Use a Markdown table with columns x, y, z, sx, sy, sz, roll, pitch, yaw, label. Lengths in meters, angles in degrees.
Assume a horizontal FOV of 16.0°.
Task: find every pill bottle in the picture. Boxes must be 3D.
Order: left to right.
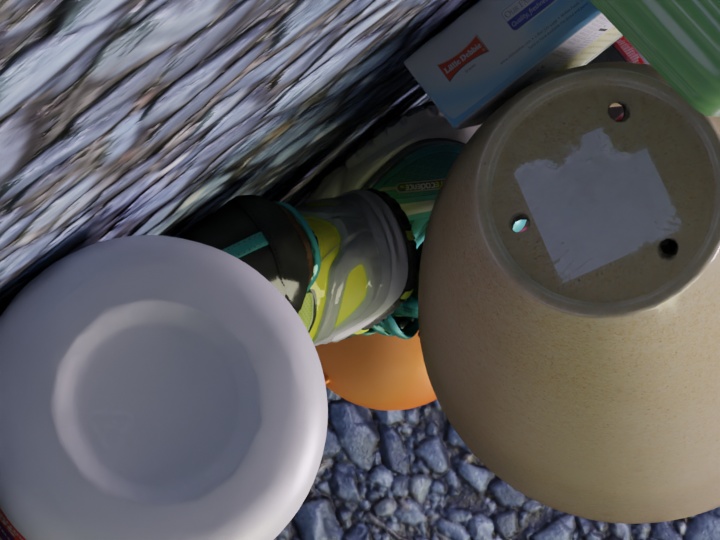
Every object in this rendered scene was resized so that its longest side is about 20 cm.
| x | y | z | sx | sy | sz | roll | pitch | yaw | label |
| --- | --- | --- | --- | --- | --- | --- | --- | --- | --- |
| -0.080 | 0.061 | 0.881 | 0.112 | 0.113 | 0.200 | -38 | 177 | -16 | pill bottle |

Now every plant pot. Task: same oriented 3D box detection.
| x | y | z | sx | sy | sz | roll | pitch | yaw | label |
| --- | --- | --- | --- | --- | --- | --- | --- | --- | --- |
| 0.102 | -0.005 | 1.002 | 0.187 | 0.187 | 0.200 | -39 | 165 | 0 | plant pot |

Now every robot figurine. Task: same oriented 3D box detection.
| x | y | z | sx | sy | sz | roll | pitch | yaw | label |
| --- | --- | --- | --- | --- | --- | --- | --- | --- | --- |
| 0.036 | 0.000 | 1.379 | 0.144 | 0.117 | 0.200 | -10 | -161 | 41 | robot figurine |

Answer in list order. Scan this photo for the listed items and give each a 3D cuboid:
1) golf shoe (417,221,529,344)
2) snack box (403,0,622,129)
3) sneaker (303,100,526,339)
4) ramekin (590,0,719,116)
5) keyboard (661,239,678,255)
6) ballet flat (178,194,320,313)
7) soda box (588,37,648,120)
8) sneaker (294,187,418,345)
| x | y | z | sx | sy | sz | roll | pitch | yaw | label |
| --- | --- | --- | --- | --- | --- | --- | --- | --- | --- |
| 0.068 | -0.001 | 1.250 | 0.077 | 0.088 | 0.200 | -36 | -140 | 27 | golf shoe |
| 0.089 | -0.110 | 1.072 | 0.116 | 0.037 | 0.200 | -38 | 177 | 11 | snack box |
| 0.000 | 0.000 | 1.186 | 0.077 | 0.080 | 0.200 | -15 | 159 | -47 | sneaker |
| 0.142 | -0.135 | 0.748 | 0.200 | 0.098 | 0.200 | -39 | 177 | -3 | ramekin |
| 0.156 | -0.044 | 1.246 | 0.127 | 0.021 | 0.200 | -19 | -158 | 22 | keyboard |
| -0.084 | 0.037 | 1.029 | 0.068 | 0.068 | 0.200 | -24 | 158 | -38 | ballet flat |
| 0.125 | -0.106 | 1.322 | 0.070 | 0.063 | 0.200 | -38 | 177 | 20 | soda box |
| -0.063 | 0.026 | 1.140 | 0.076 | 0.075 | 0.200 | -3 | 149 | -47 | sneaker |
